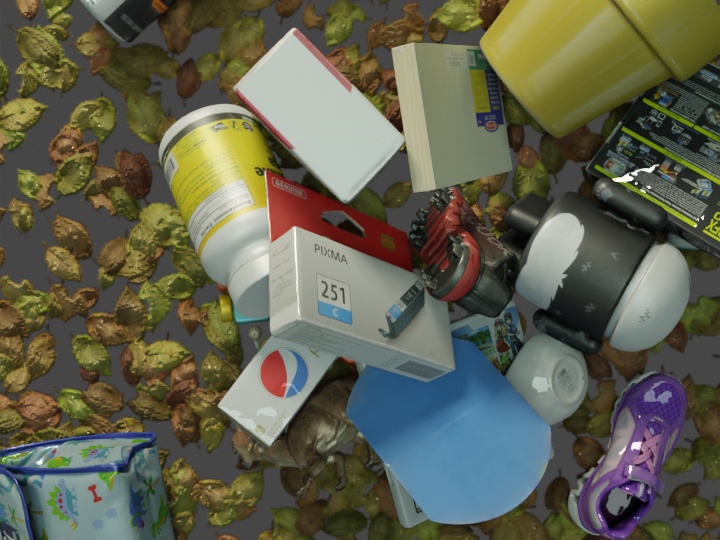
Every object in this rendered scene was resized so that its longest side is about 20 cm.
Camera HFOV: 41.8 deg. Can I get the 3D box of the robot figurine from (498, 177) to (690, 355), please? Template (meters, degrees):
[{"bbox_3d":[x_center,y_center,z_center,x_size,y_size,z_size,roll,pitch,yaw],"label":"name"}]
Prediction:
[{"bbox_3d":[0.236,-0.003,0.964,0.199,0.151,0.125,30,70,18],"label":"robot figurine"}]

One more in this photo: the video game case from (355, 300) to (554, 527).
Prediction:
[{"bbox_3d":[0.105,0.148,1.002,0.199,0.022,0.184,-18,97,-25],"label":"video game case"}]

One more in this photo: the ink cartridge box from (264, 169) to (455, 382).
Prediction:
[{"bbox_3d":[0.000,0.000,0.898,0.045,0.199,0.178,-31,53,38],"label":"ink cartridge box"}]

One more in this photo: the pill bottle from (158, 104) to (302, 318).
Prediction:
[{"bbox_3d":[-0.120,-0.058,0.943,0.112,0.113,0.201,-29,64,4],"label":"pill bottle"}]

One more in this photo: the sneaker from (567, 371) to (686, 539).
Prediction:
[{"bbox_3d":[0.298,0.207,1.016,0.080,0.088,0.201,26,95,0],"label":"sneaker"}]

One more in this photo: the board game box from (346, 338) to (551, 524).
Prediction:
[{"bbox_3d":[0.085,0.158,0.920,0.157,0.039,0.200,-28,60,-25],"label":"board game box"}]

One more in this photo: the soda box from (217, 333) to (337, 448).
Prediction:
[{"bbox_3d":[-0.059,0.080,0.960,0.068,0.064,0.201,37,78,1],"label":"soda box"}]

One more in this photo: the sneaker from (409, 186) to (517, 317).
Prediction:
[{"bbox_3d":[0.106,-0.017,0.950,0.097,0.201,0.071,31,112,-18],"label":"sneaker"}]

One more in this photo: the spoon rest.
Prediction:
[{"bbox_3d":[0.173,0.144,0.997,0.200,0.060,0.100,-40,107,-31],"label":"spoon rest"}]

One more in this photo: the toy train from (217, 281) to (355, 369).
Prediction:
[{"bbox_3d":[-0.063,0.047,1.027,0.200,0.056,0.150,44,77,3],"label":"toy train"}]

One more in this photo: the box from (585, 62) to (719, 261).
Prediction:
[{"bbox_3d":[0.354,-0.110,0.946,0.200,0.044,0.161,37,92,29],"label":"box"}]

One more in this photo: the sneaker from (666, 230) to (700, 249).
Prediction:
[{"bbox_3d":[0.405,-0.098,0.985,0.198,0.080,0.132,-14,98,-7],"label":"sneaker"}]

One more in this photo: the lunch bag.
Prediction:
[{"bbox_3d":[-0.317,0.275,1.026,0.198,0.127,0.172,-5,99,15],"label":"lunch bag"}]

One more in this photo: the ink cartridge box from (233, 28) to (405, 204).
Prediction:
[{"bbox_3d":[-0.037,-0.142,0.928,0.145,0.200,0.083,44,92,-3],"label":"ink cartridge box"}]

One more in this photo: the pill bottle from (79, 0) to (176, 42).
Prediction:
[{"bbox_3d":[-0.201,-0.336,0.956,0.200,0.106,0.106,-41,94,6],"label":"pill bottle"}]

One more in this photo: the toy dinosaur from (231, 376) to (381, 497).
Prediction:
[{"bbox_3d":[-0.044,0.162,1.026,0.199,0.086,0.136,-33,64,-10],"label":"toy dinosaur"}]

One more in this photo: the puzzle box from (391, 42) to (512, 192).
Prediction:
[{"bbox_3d":[0.096,-0.153,0.931,0.025,0.200,0.134,-6,96,31],"label":"puzzle box"}]

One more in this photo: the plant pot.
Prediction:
[{"bbox_3d":[0.226,-0.240,0.924,0.189,0.201,0.201,-39,94,21],"label":"plant pot"}]
